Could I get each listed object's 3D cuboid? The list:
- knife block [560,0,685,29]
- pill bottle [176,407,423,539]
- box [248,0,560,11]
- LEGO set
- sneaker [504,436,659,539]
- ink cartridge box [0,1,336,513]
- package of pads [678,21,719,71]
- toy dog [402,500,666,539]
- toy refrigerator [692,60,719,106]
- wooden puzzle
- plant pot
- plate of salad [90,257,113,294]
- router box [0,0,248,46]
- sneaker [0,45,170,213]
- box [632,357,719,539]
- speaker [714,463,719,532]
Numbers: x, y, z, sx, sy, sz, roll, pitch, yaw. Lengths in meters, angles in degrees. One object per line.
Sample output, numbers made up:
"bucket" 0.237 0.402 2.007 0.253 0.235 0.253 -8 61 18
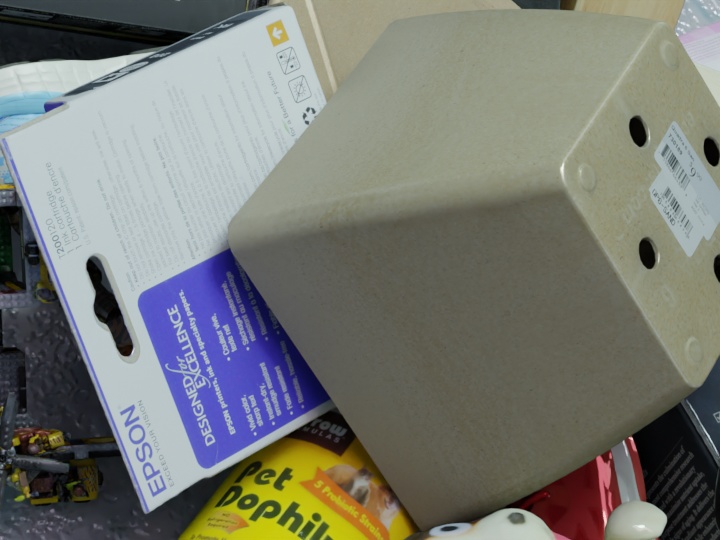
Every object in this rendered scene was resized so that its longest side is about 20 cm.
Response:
"knife block" 0.174 -0.209 1.737 0.064 0.176 0.201 17 56 -6
"pill bottle" -0.027 0.141 1.493 0.109 0.109 0.200 35 55 5
"box" 0.028 -0.180 1.734 0.192 0.048 0.201 19 55 -15
"LEGO set" -0.136 0.028 1.467 0.153 0.116 0.201 5 93 -15
"sneaker" 0.092 0.133 1.559 0.115 0.078 0.201 -12 63 -26
"ink cartridge box" -0.080 -0.008 1.441 0.200 0.043 0.199 -28 102 -40
"package of pads" 0.217 -0.090 1.710 0.199 0.121 0.076 -20 61 -27
"toy dog" 0.096 0.196 1.448 0.200 0.194 0.140 42 24 -25
"toy refrigerator" 0.143 -0.032 1.602 0.076 0.200 0.070 21 55 -6
"wooden puzzle" 0.015 -0.115 1.615 0.185 0.037 0.201 37 49 -33
"plant pot" 0.090 -0.015 1.445 0.200 0.176 0.200 56 45 -20
"plate of salad" -0.083 -0.032 1.618 0.199 0.048 0.201 7 58 -12
"router box" -0.172 -0.162 1.603 0.199 0.157 0.053 7 91 -15
"sneaker" -0.121 -0.069 1.570 0.199 0.078 0.091 -9 84 -23
"box" 0.253 0.104 1.602 0.199 0.124 0.197 -18 68 -27
"speaker" 0.283 0.122 1.480 0.199 0.081 0.082 16 56 -8
